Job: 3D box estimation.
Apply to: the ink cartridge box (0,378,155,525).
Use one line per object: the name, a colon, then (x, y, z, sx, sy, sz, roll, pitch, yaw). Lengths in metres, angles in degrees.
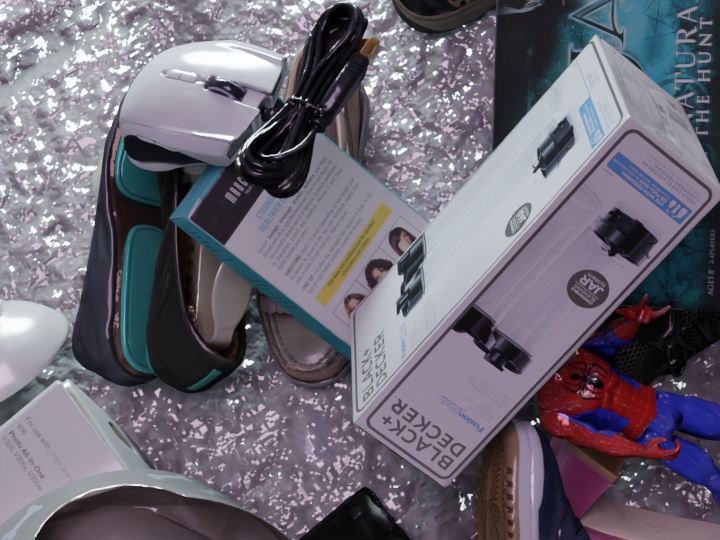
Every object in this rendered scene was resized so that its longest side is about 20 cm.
ink cartridge box: (-0.192, 0.166, 0.952, 0.200, 0.145, 0.088, -41, 69, -6)

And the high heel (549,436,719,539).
high heel: (0.156, 0.173, 0.949, 0.199, 0.067, 0.096, 36, 118, 4)

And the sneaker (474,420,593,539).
sneaker: (0.118, 0.170, 0.893, 0.107, 0.070, 0.202, -5, 95, -9)

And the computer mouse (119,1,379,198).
computer mouse: (-0.075, -0.088, 0.927, 0.199, 0.044, 0.110, 3, 58, 53)

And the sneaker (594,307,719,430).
sneaker: (0.189, 0.021, 0.976, 0.114, 0.076, 0.200, 30, 72, 25)

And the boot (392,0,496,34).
boot: (0.095, -0.235, 1.045, 0.199, 0.151, 0.073, -33, 68, -3)

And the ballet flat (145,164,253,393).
ballet flat: (-0.080, -0.031, 1.017, 0.068, 0.068, 0.202, -12, 74, 50)

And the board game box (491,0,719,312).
board game box: (0.132, -0.082, 0.930, 0.134, 0.028, 0.202, 3, 92, 29)

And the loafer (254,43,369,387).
loafer: (-0.031, -0.036, 1.042, 0.071, 0.063, 0.202, -1, 70, 10)

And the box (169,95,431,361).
box: (0.000, 0.000, 0.977, 0.199, 0.049, 0.083, 39, 78, -15)

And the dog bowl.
dog bowl: (-0.115, 0.188, 0.877, 0.200, 0.201, 0.059, -40, 31, -6)

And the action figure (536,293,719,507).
action figure: (0.168, 0.076, 0.906, 0.198, 0.099, 0.066, 24, 72, -11)

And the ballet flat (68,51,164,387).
ballet flat: (-0.136, -0.031, 1.059, 0.072, 0.073, 0.202, 3, 76, 11)

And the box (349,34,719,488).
box: (0.078, -0.005, 0.872, 0.060, 0.117, 0.200, 34, 112, -17)

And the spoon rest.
spoon rest: (-0.258, 0.073, 1.040, 0.198, 0.061, 0.100, -21, 25, 6)

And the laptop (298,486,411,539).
laptop: (0.002, 0.253, 0.961, 0.177, 0.104, 0.200, -39, 43, -6)
